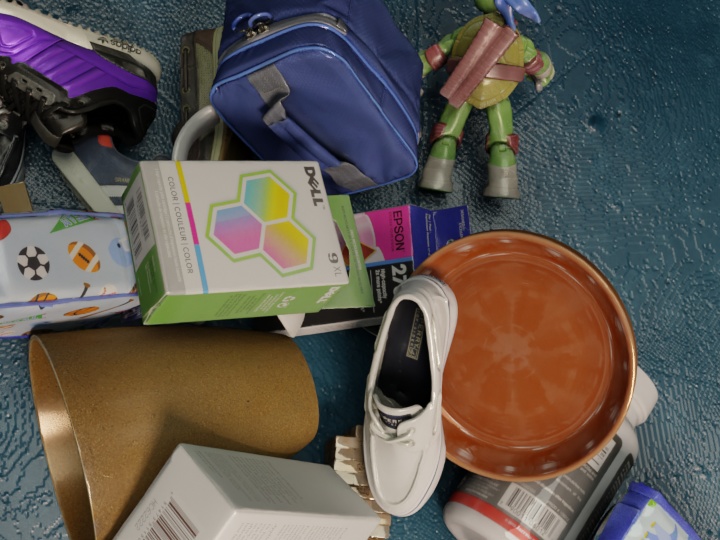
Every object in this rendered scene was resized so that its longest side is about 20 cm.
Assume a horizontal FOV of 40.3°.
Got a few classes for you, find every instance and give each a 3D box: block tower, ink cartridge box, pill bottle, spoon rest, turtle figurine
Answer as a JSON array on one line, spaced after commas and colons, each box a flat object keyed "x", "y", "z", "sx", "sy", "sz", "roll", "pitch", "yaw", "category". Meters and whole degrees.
[{"x": -0.006, "y": 0.236, "z": 0.831, "sx": 0.053, "sy": 0.058, "sz": 0.202, "roll": 7, "pitch": 73, "yaw": -11, "category": "block tower"}, {"x": -0.071, "y": -0.024, "z": 0.740, "sx": 0.198, "sy": 0.059, "sz": 0.105, "roll": -3, "pitch": 67, "yaw": -31, "category": "ink cartridge box"}, {"x": 0.170, "y": 0.166, "z": 0.855, "sx": 0.116, "sy": 0.116, "sz": 0.200, "roll": 39, "pitch": 71, "yaw": 0, "category": "pill bottle"}, {"x": -0.103, "y": -0.033, "z": 0.814, "sx": 0.060, "sy": 0.099, "sz": 0.202, "roll": -26, "pitch": 85, "yaw": -4, "category": "spoon rest"}, {"x": 0.110, "y": -0.171, "z": 0.951, "sx": 0.143, "sy": 0.199, "sz": 0.196, "roll": 4, "pitch": 95, "yaw": -34, "category": "turtle figurine"}, {"x": 0.000, "y": 0.000, "z": 0.856, "sx": 0.198, "sy": 0.037, "sz": 0.096, "roll": -8, "pitch": 76, "yaw": 15, "category": "ink cartridge box"}]

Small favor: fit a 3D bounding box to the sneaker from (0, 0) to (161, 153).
[{"x": -0.259, "y": -0.150, "z": 0.798, "sx": 0.198, "sy": 0.070, "sz": 0.101, "roll": 10, "pitch": 64, "yaw": -26, "category": "sneaker"}]

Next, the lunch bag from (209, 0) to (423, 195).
[{"x": -0.035, "y": -0.156, "z": 0.831, "sx": 0.135, "sy": 0.200, "sz": 0.134, "roll": -16, "pitch": 54, "yaw": 27, "category": "lunch bag"}]

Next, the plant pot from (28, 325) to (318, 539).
[{"x": -0.141, "y": 0.118, "z": 0.778, "sx": 0.198, "sy": 0.186, "sz": 0.188, "roll": -15, "pitch": 79, "yaw": -26, "category": "plant pot"}]

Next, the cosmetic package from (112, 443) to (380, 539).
[{"x": -0.080, "y": 0.195, "z": 0.721, "sx": 0.071, "sy": 0.200, "sz": 0.102, "roll": 40, "pitch": 96, "yaw": 32, "category": "cosmetic package"}]

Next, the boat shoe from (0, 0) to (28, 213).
[{"x": -0.318, "y": -0.140, "z": 0.850, "sx": 0.071, "sy": 0.068, "sz": 0.202, "roll": 14, "pitch": 73, "yaw": -9, "category": "boat shoe"}]

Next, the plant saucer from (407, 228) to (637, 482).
[{"x": 0.118, "y": 0.067, "z": 0.778, "sx": 0.198, "sy": 0.032, "sz": 0.203, "roll": 5, "pitch": 103, "yaw": 21, "category": "plant saucer"}]

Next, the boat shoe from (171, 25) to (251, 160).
[{"x": -0.137, "y": -0.120, "z": 0.890, "sx": 0.064, "sy": 0.073, "sz": 0.203, "roll": 1, "pitch": 84, "yaw": 16, "category": "boat shoe"}]

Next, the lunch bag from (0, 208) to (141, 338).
[{"x": -0.255, "y": 0.011, "z": 0.732, "sx": 0.199, "sy": 0.159, "sz": 0.076, "roll": 1, "pitch": 73, "yaw": -48, "category": "lunch bag"}]

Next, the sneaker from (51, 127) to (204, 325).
[{"x": -0.179, "y": -0.048, "z": 0.853, "sx": 0.084, "sy": 0.075, "sz": 0.201, "roll": -38, "pitch": 86, "yaw": -14, "category": "sneaker"}]

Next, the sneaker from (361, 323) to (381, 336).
[{"x": 0.054, "y": 0.048, "z": 0.890, "sx": 0.200, "sy": 0.083, "sz": 0.072, "roll": 41, "pitch": 93, "yaw": 24, "category": "sneaker"}]

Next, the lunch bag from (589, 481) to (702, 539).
[{"x": 0.214, "y": 0.289, "z": 0.794, "sx": 0.171, "sy": 0.127, "sz": 0.201, "roll": -52, "pitch": 132, "yaw": -19, "category": "lunch bag"}]

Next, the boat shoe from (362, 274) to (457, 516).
[{"x": 0.030, "y": 0.105, "z": 0.770, "sx": 0.073, "sy": 0.065, "sz": 0.202, "roll": 7, "pitch": 103, "yaw": 21, "category": "boat shoe"}]

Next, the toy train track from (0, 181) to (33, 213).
[{"x": -0.322, "y": -0.012, "z": 0.833, "sx": 0.198, "sy": 0.033, "sz": 0.116, "roll": -13, "pitch": 110, "yaw": -9, "category": "toy train track"}]
